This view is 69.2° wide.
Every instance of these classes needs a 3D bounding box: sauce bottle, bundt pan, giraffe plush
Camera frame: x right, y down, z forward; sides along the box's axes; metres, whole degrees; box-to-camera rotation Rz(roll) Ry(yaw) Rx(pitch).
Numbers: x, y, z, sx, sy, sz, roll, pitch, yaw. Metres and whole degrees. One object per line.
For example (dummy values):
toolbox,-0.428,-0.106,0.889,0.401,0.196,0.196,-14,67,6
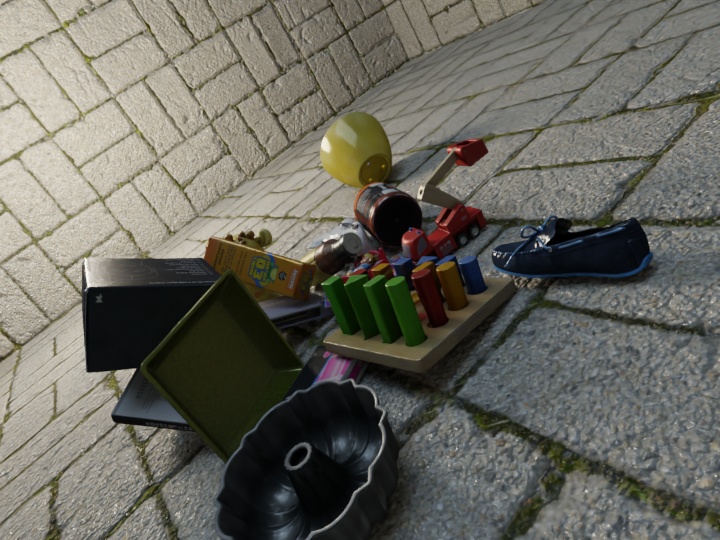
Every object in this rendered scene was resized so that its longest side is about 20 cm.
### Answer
sauce bottle,-0.062,-0.019,0.994,0.066,0.066,0.199,-47,12,-33
bundt pan,-0.046,0.212,0.531,0.199,0.076,0.203,-24,27,13
giraffe plush,-0.240,0.002,1.057,0.171,0.165,0.198,-20,15,-37

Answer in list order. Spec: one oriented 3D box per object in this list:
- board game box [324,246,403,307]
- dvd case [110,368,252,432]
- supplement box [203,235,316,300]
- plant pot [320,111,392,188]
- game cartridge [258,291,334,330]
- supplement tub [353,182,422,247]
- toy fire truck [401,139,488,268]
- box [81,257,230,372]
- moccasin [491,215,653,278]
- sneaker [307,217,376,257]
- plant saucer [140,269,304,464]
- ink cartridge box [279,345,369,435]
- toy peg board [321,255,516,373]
board game box,0.000,0.000,0.896,0.156,0.039,0.200,-27,9,1
dvd case,-0.252,0.176,0.799,0.196,0.025,0.151,6,38,3
supplement box,-0.183,-0.005,0.939,0.197,0.068,0.069,15,-2,16
plant pot,0.009,-0.303,1.409,0.199,0.201,0.142,-34,48,-4
game cartridge,-0.158,0.081,0.924,0.197,0.039,0.129,-14,9,-26
supplement tub,0.046,-0.120,1.056,0.106,0.108,0.200,-33,23,-3
toy fire truck,0.139,-0.108,0.860,0.199,0.142,0.049,-36,22,-9
box,-0.322,0.058,0.813,0.197,0.126,0.196,-1,11,-29
moccasin,0.252,-0.036,0.646,0.198,0.069,0.080,-3,23,44
sneaker,-0.039,-0.044,1.063,0.114,0.076,0.200,-34,17,-1
plant saucer,-0.185,0.138,0.718,0.047,0.201,0.200,-19,26,35
ink cartridge box,-0.063,0.177,0.695,0.094,0.037,0.201,-13,31,38
toy peg board,0.063,0.026,0.697,0.198,0.099,0.199,-33,20,-33
